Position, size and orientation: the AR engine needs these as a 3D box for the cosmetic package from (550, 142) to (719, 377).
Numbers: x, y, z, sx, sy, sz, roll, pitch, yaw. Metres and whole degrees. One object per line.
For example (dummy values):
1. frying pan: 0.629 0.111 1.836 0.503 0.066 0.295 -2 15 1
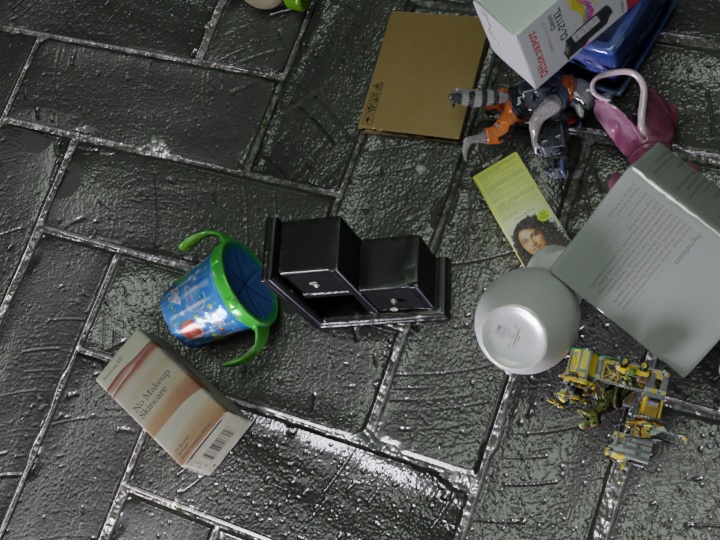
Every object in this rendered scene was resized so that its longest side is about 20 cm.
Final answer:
1. cosmetic package: 0.366 -0.018 1.298 0.200 0.167 0.166 40 117 11

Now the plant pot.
1. plant pot: 0.312 -0.362 1.492 0.200 0.180 0.200 28 82 26

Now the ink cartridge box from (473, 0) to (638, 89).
1. ink cartridge box: 0.248 -0.334 1.323 0.200 0.146 0.083 -41 66 3

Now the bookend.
1. bookend: 0.000 0.000 1.464 0.200 0.199 0.092 -5 67 18

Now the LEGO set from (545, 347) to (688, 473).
1. LEGO set: 0.294 0.175 1.309 0.153 0.200 0.116 15 78 3

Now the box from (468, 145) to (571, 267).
1. box: 0.226 -0.068 1.489 0.075 0.050 0.200 -31 63 7

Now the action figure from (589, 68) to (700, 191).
1. action figure: 0.378 -0.149 1.411 0.134 0.149 0.200 -14 61 11

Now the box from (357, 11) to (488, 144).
1. box: 0.096 -0.289 1.633 0.163 0.021 0.200 10 74 23

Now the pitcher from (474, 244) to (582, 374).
1. pitcher: 0.206 0.071 1.344 0.121 0.200 0.172 21 113 16

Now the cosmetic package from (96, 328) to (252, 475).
1. cosmetic package: -0.264 0.185 1.557 0.200 0.087 0.103 36 87 27

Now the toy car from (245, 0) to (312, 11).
1. toy car: -0.126 -0.531 1.767 0.164 0.158 0.200 17 49 21

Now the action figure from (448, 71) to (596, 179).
1. action figure: 0.223 -0.207 1.472 0.193 0.105 0.200 -14 40 8

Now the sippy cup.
1. sippy cup: -0.208 0.043 1.572 0.130 0.140 0.178 -27 39 20
